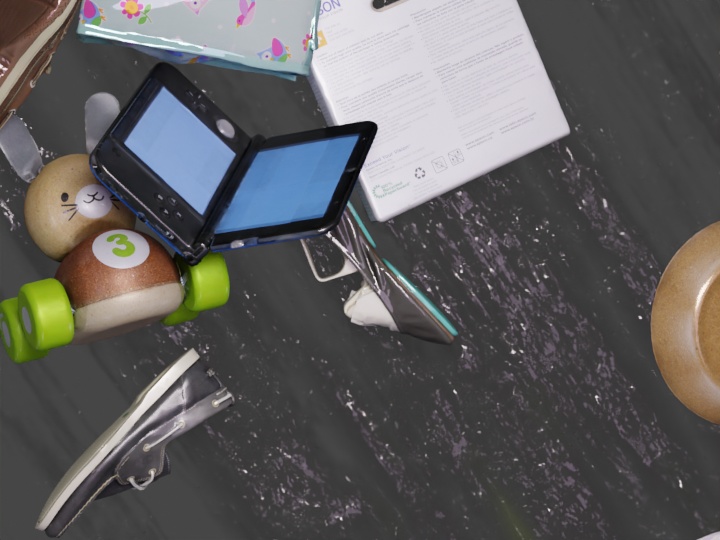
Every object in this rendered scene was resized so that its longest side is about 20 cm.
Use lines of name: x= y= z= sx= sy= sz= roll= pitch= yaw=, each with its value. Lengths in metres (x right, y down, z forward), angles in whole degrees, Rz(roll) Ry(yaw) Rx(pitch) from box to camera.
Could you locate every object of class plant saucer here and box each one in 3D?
plant saucer: x=0.369 y=0.050 z=1.694 sx=0.199 sy=0.035 sz=0.201 roll=-1 pitch=95 yaw=-14

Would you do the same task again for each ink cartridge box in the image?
ink cartridge box: x=0.059 y=-0.171 z=1.593 sx=0.196 sy=0.043 sz=0.201 roll=-25 pitch=95 yaw=-12

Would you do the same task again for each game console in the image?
game console: x=-0.098 y=-0.102 z=1.467 sx=0.171 sy=0.200 sz=0.118 roll=43 pitch=118 yaw=-13

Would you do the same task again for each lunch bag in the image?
lunch bag: x=-0.124 y=-0.254 z=1.503 sx=0.199 sy=0.122 sz=0.171 roll=8 pitch=92 yaw=-9

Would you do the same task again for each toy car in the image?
toy car: x=-0.222 y=-0.044 z=1.490 sx=0.164 sy=0.158 sz=0.201 roll=-14 pitch=86 yaw=-24

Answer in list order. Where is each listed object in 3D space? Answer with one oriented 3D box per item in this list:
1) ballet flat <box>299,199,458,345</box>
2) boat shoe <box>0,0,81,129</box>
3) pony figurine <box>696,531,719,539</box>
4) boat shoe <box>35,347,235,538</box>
ballet flat: x=0.000 y=0.000 z=1.587 sx=0.068 sy=0.068 sz=0.200 roll=-38 pitch=92 yaw=2
boat shoe: x=-0.273 y=-0.183 z=1.446 sx=0.075 sy=0.075 sz=0.203 roll=41 pitch=95 yaw=19
pony figurine: x=0.300 y=0.334 z=1.655 sx=0.192 sy=0.167 sz=0.201 roll=-10 pitch=113 yaw=-5
boat shoe: x=-0.192 y=0.158 z=1.544 sx=0.200 sy=0.072 sz=0.068 roll=-45 pitch=99 yaw=-9
